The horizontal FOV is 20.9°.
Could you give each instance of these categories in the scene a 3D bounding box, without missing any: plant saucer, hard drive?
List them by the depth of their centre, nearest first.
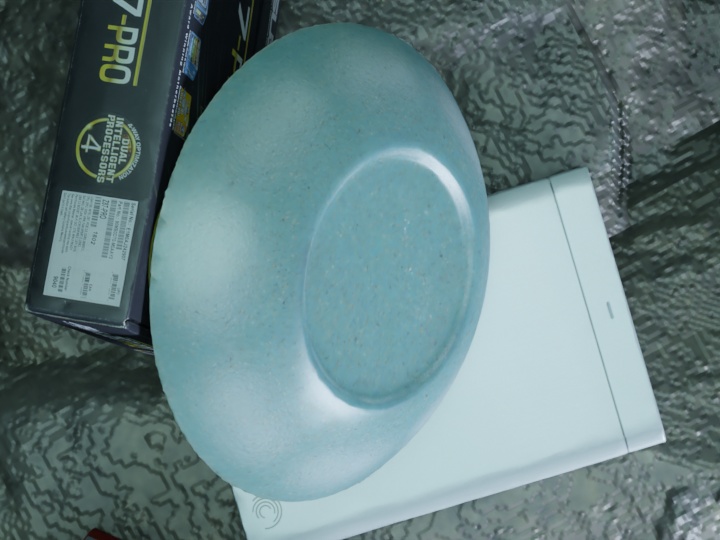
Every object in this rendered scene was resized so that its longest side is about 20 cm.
[{"bbox_3d":[0.000,0.000,0.804,0.039,0.200,0.203,10,92,42],"label":"plant saucer"},{"bbox_3d":[0.027,0.044,0.904,0.199,0.027,0.133,-17,91,1],"label":"hard drive"}]

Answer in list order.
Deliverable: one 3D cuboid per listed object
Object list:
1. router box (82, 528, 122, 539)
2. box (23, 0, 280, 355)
[{"bbox_3d":[-0.043,0.184,0.831,0.199,0.180,0.049,23,92,-1],"label":"router box"},{"bbox_3d":[-0.080,-0.068,0.820,0.049,0.161,0.201,8,83,8],"label":"box"}]
